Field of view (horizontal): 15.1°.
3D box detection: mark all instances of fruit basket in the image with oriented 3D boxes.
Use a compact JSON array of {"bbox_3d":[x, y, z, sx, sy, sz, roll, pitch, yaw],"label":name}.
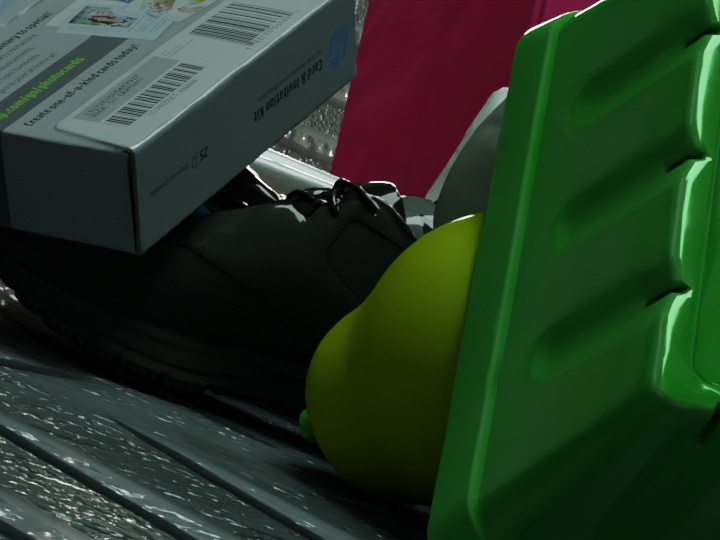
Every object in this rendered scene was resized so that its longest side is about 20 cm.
[{"bbox_3d":[0.079,0.026,0.806,0.155,0.216,0.216,22,3,-13],"label":"fruit basket"}]

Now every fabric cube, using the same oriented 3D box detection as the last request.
[{"bbox_3d":[0.111,-0.056,1.434,0.196,0.200,0.200,22,-18,-25],"label":"fabric cube"}]

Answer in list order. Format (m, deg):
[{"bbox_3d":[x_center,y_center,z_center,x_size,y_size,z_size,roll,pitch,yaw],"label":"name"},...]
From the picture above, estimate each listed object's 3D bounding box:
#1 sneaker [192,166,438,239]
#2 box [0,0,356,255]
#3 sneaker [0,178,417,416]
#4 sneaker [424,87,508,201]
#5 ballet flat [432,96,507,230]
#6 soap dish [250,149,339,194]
[{"bbox_3d":[0.000,0.000,0.989,0.199,0.083,0.071,34,-16,-6],"label":"sneaker"},{"bbox_3d":[-0.124,-0.070,0.940,0.199,0.041,0.156,12,30,23],"label":"box"},{"bbox_3d":[-0.028,0.005,0.917,0.199,0.091,0.076,19,4,-9],"label":"sneaker"},{"bbox_3d":[0.089,-0.033,1.123,0.082,0.077,0.200,34,20,9],"label":"sneaker"},{"bbox_3d":[0.108,-0.062,0.894,0.067,0.200,0.064,53,-18,8],"label":"ballet flat"},{"bbox_3d":[-0.009,0.008,1.095,0.199,0.081,0.157,22,3,-8],"label":"soap dish"}]
